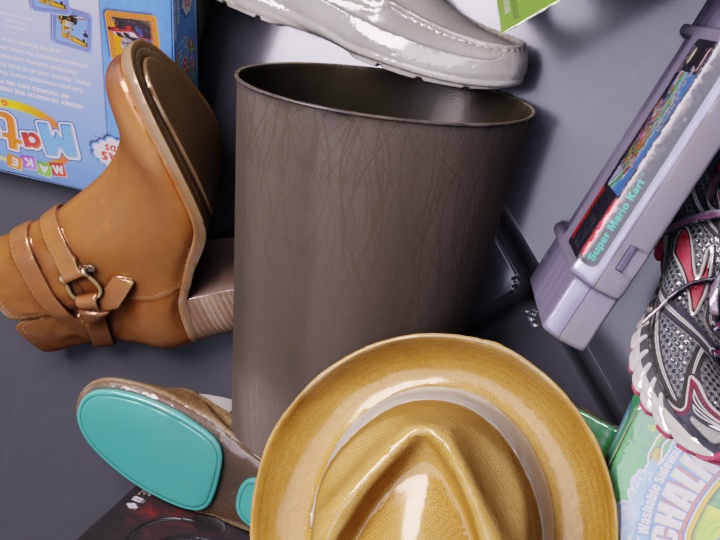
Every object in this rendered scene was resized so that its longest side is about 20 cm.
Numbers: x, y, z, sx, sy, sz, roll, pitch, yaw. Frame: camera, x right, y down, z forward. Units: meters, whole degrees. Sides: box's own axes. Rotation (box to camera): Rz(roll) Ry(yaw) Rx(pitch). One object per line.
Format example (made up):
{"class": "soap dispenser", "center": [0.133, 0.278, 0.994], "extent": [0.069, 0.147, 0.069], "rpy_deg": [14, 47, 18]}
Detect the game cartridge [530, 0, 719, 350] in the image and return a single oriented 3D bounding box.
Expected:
{"class": "game cartridge", "center": [0.152, -0.061, 0.751], "extent": [0.038, 0.130, 0.200], "rpy_deg": [32, 101, 1]}

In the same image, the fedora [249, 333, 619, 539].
{"class": "fedora", "center": [0.030, 0.131, 0.692], "extent": [0.200, 0.082, 0.202], "rpy_deg": [0, 89, 10]}

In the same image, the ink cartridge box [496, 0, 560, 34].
{"class": "ink cartridge box", "center": [0.136, -0.212, 0.725], "extent": [0.200, 0.148, 0.076], "rpy_deg": [-31, 106, 14]}

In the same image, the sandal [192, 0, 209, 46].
{"class": "sandal", "center": [-0.151, -0.206, 0.819], "extent": [0.076, 0.043, 0.200], "rpy_deg": [-26, 109, 36]}

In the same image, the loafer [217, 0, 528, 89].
{"class": "loafer", "center": [0.004, -0.156, 0.810], "extent": [0.199, 0.070, 0.070], "rpy_deg": [23, 108, 11]}

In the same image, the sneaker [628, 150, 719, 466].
{"class": "sneaker", "center": [0.180, 0.006, 0.719], "extent": [0.080, 0.201, 0.075], "rpy_deg": [12, 143, -9]}

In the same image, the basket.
{"class": "basket", "center": [0.000, 0.000, 0.789], "extent": [0.136, 0.180, 0.201], "rpy_deg": [25, 113, 42]}

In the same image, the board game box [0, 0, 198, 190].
{"class": "board game box", "center": [-0.167, -0.136, 0.822], "extent": [0.151, 0.037, 0.201], "rpy_deg": [14, 128, 12]}

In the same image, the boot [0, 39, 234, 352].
{"class": "boot", "center": [-0.147, -0.031, 0.821], "extent": [0.155, 0.077, 0.200], "rpy_deg": [-9, 137, 14]}

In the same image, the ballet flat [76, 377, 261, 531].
{"class": "ballet flat", "center": [-0.067, 0.111, 0.848], "extent": [0.199, 0.072, 0.068], "rpy_deg": [23, 116, 11]}

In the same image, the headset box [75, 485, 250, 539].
{"class": "headset box", "center": [-0.068, 0.207, 0.813], "extent": [0.199, 0.149, 0.078], "rpy_deg": [22, 111, 12]}

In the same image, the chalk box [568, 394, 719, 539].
{"class": "chalk box", "center": [0.174, 0.135, 0.765], "extent": [0.199, 0.124, 0.125], "rpy_deg": [24, 99, 11]}
